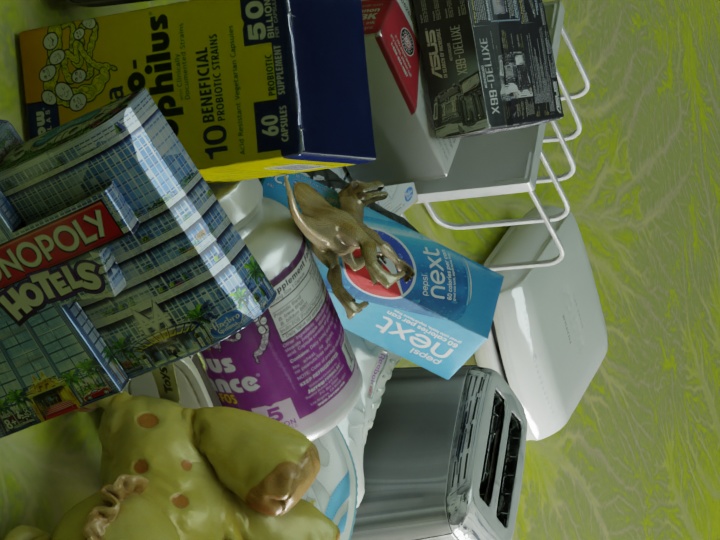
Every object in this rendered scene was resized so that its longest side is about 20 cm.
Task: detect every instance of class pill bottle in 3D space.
[{"bbox_3d":[-0.081,0.020,1.613,0.200,0.112,0.112,67,30,-29],"label":"pill bottle"}]

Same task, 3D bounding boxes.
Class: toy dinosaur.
[{"bbox_3d":[-0.018,-0.021,1.607,0.101,0.058,0.200,54,16,6],"label":"toy dinosaur"}]

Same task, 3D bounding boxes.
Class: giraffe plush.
[{"bbox_3d":[-0.126,0.164,1.441,0.200,0.172,0.162,59,38,-26],"label":"giraffe plush"}]

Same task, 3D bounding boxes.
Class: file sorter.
[{"bbox_3d":[0.116,-0.114,2.020,0.125,0.139,0.200,56,37,-47],"label":"file sorter"}]

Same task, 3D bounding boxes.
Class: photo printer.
[{"bbox_3d":[0.162,0.052,2.150,0.200,0.069,0.166,-49,128,-57],"label":"photo printer"}]

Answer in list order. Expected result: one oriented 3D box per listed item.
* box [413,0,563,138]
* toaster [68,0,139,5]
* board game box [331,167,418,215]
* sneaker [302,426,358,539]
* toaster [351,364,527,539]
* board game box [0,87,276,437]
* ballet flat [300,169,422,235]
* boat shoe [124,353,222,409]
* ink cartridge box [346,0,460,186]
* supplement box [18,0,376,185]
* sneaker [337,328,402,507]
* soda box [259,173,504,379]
[{"bbox_3d":[0.095,-0.207,1.812,0.158,0.050,0.200,-16,97,-63],"label":"box"},{"bbox_3d":[-0.128,-0.237,1.539,0.200,0.129,0.114,-41,119,-60],"label":"toaster"},{"bbox_3d":[-0.020,-0.124,1.851,0.153,0.040,0.200,-40,119,-60],"label":"board game box"},{"bbox_3d":[-0.053,0.185,1.674,0.081,0.076,0.200,29,57,-57],"label":"sneaker"},{"bbox_3d":[0.054,0.153,1.837,0.114,0.129,0.200,55,38,-46],"label":"toaster"},{"bbox_3d":[-0.186,-0.021,1.363,0.200,0.200,0.062,57,33,-18],"label":"board game box"},{"bbox_3d":[-0.016,-0.058,1.757,0.200,0.066,0.057,33,63,-31],"label":"ballet flat"},{"bbox_3d":[-0.116,0.121,1.567,0.060,0.072,0.200,-98,173,-57],"label":"boat shoe"},{"bbox_3d":[0.032,-0.185,1.831,0.147,0.083,0.200,63,33,-35],"label":"ink cartridge box"},{"bbox_3d":[-0.105,-0.113,1.493,0.110,0.200,0.109,0,84,-64],"label":"supplement box"},{"bbox_3d":[-0.003,0.082,1.763,0.075,0.100,0.200,173,-88,-77],"label":"sneaker"},{"bbox_3d":[0.000,0.000,1.708,0.200,0.068,0.064,26,51,-12],"label":"soda box"}]
